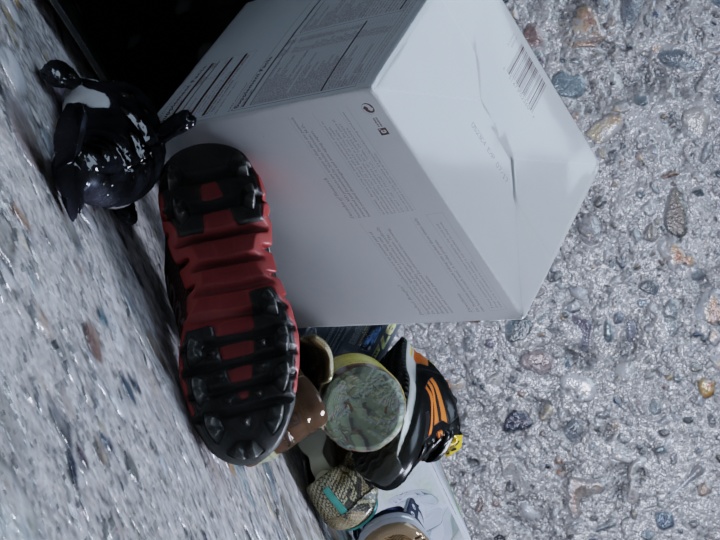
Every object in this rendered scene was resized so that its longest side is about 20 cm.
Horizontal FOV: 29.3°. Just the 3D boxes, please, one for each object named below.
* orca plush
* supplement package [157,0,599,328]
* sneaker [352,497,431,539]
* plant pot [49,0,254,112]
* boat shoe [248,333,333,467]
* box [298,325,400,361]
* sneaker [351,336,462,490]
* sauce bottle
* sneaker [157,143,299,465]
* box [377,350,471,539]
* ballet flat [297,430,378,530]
[{"bbox_3d":[-0.133,-0.086,0.787,0.200,0.071,0.105,-47,113,-88],"label":"orca plush"},{"bbox_3d":[0.010,-0.079,0.900,0.191,0.200,0.147,54,50,-30],"label":"supplement package"},{"bbox_3d":[0.025,0.229,1.171,0.200,0.070,0.109,74,-1,-51],"label":"sneaker"},{"bbox_3d":[-0.144,-0.246,0.991,0.177,0.200,0.200,50,-9,41],"label":"plant pot"},{"bbox_3d":[-0.052,0.076,0.949,0.202,0.075,0.075,-108,174,-73],"label":"boat shoe"},{"bbox_3d":[0.000,0.000,1.167,0.051,0.200,0.158,29,2,28],"label":"box"},{"bbox_3d":[0.051,0.128,1.129,0.090,0.070,0.200,37,19,-11],"label":"sneaker"},{"bbox_3d":[-0.004,0.093,1.044,0.200,0.065,0.065,-143,-151,-86],"label":"sauce bottle"},{"bbox_3d":[-0.079,0.027,0.832,0.098,0.071,0.201,99,-19,-64],"label":"sneaker"},{"bbox_3d":[0.023,0.176,1.420,0.200,0.097,0.177,-111,176,-55],"label":"box"},{"bbox_3d":[-0.026,0.138,1.146,0.075,0.068,0.200,51,10,-20],"label":"ballet flat"}]
